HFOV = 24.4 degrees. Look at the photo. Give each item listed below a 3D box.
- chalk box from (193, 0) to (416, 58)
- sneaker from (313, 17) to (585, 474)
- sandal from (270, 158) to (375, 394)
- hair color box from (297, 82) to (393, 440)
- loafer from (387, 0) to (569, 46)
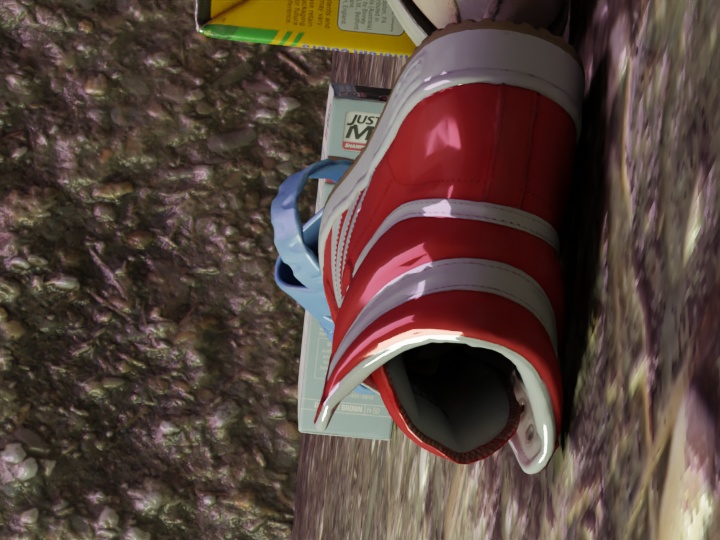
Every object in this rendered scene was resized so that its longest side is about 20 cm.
[{"bbox_3d":[0.004,-0.155,0.675,0.200,0.123,0.126,-95,10,-78],"label":"chalk box"},{"bbox_3d":[0.019,0.020,0.518,0.200,0.071,0.113,108,171,-65],"label":"sneaker"},{"bbox_3d":[0.000,0.000,0.784,0.200,0.086,0.080,98,175,-62],"label":"sandal"},{"bbox_3d":[0.000,-0.008,1.018,0.099,0.060,0.202,-102,17,-79],"label":"hair color box"},{"bbox_3d":[0.005,-0.153,0.517,0.201,0.072,0.063,57,169,16],"label":"loafer"}]
